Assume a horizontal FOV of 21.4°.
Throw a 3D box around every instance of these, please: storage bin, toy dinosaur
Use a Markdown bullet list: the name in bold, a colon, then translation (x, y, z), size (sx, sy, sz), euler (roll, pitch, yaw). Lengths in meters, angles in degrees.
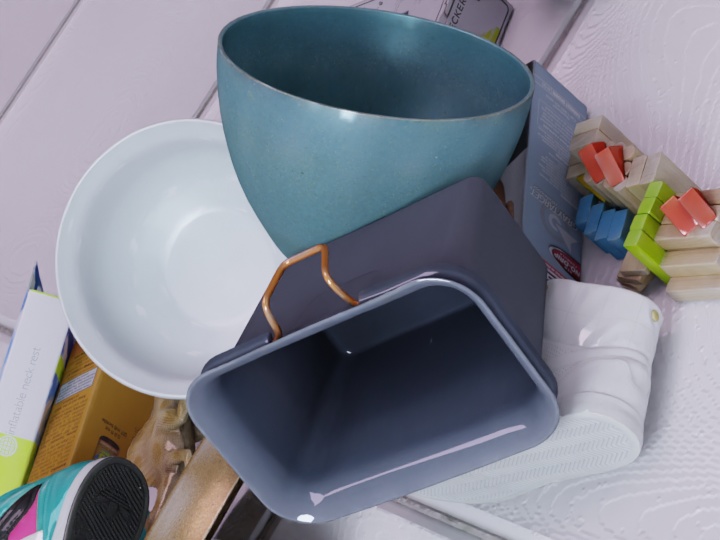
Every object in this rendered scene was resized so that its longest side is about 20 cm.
- **storage bin**: translation (0.011, 0.031, 1.094), size (0.199, 0.146, 0.135), euler (-25, 28, 28)
- **toy dinosaur**: translation (-0.134, 0.116, 1.407), size (0.101, 0.058, 0.201), euler (-28, 43, 23)

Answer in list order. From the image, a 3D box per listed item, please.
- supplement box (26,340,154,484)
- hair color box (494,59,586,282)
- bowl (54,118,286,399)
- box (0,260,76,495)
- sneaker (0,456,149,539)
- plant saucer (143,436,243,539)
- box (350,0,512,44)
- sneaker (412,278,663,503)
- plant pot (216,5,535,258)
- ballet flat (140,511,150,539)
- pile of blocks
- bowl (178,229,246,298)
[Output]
- **supplement box**: translation (-0.212, 0.141, 1.497), size (0.069, 0.066, 0.201), euler (-27, 37, 38)
- **hair color box**: translation (0.092, -0.035, 1.259), size (0.099, 0.061, 0.201), euler (-30, 36, 35)
- **bowl**: translation (-0.113, -0.005, 1.381), size (0.200, 0.090, 0.203), euler (-2, 84, 16)
- **box**: translation (-0.272, 0.106, 1.554), size (0.122, 0.047, 0.201), euler (111, 174, -73)
- **sneaker**: translation (-0.228, 0.217, 1.282), size (0.120, 0.084, 0.201), euler (-12, 44, 52)
- **plant saucer**: translation (-0.110, 0.159, 1.259), size (0.201, 0.035, 0.200), euler (-61, -1, -1)
- **box**: translation (0.018, -0.159, 1.504), size (0.199, 0.060, 0.117), euler (-14, 46, 49)
- **sneaker**: translation (0.095, 0.070, 1.139), size (0.199, 0.074, 0.116), euler (-14, 42, 39)
- **plant pot**: translation (0.001, -0.072, 1.208), size (0.200, 0.199, 0.136), euler (-119, 34, -59)
- **ballet flat**: translation (-0.180, 0.250, 1.345), size (0.069, 0.069, 0.201), euler (-36, 28, 26)
- **pile of blocks**: translation (0.163, -0.040, 1.162), size (0.082, 0.062, 0.200), euler (-52, 28, 1)
- **bowl**: translation (-0.110, -0.014, 1.495), size (0.200, 0.094, 0.201), euler (-35, 33, 27)
